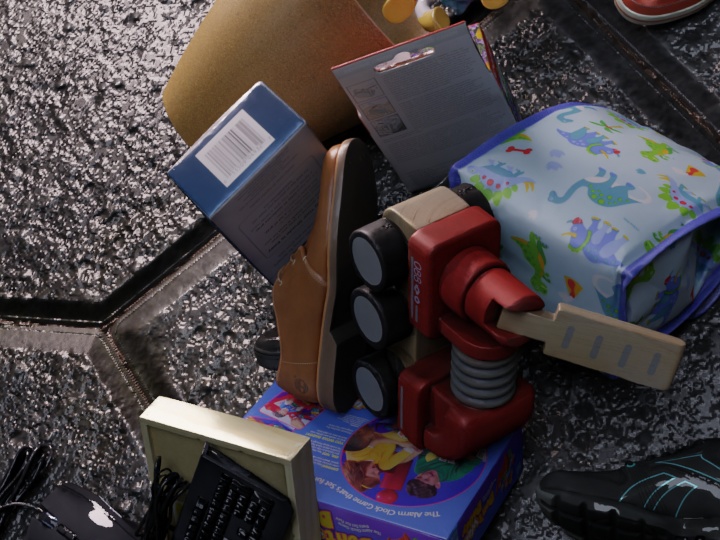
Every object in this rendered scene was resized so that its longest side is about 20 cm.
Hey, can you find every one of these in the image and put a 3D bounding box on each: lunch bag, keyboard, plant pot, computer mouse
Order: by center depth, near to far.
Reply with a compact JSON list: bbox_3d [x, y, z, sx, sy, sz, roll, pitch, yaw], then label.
[{"bbox_3d":[-0.119,0.205,0.975,0.104,0.201,0.040,31,41,11],"label":"keyboard"},{"bbox_3d":[0.185,-0.040,1.023,0.170,0.128,0.200,34,53,30],"label":"lunch bag"},{"bbox_3d":[-0.250,0.233,1.110,0.199,0.046,0.141,31,79,30],"label":"computer mouse"},{"bbox_3d":[-0.063,-0.175,1.165,0.200,0.186,0.187,-38,58,18],"label":"plant pot"}]

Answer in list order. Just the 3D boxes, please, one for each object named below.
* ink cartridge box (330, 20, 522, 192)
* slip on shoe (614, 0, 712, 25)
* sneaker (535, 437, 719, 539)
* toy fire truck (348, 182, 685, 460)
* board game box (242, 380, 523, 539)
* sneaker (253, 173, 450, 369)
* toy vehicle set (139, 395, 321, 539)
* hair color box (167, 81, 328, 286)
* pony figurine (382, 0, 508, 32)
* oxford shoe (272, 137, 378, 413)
[{"bbox_3d":[0.055,-0.138,1.070,0.108,0.200,0.051,-17,62,13],"label":"ink cartridge box"},{"bbox_3d":[0.290,-0.271,1.121,0.199,0.061,0.074,-32,61,7],"label":"slip on shoe"},{"bbox_3d":[0.221,0.158,0.954,0.198,0.076,0.080,8,58,16],"label":"sneaker"},{"bbox_3d":[0.100,0.055,0.937,0.128,0.177,0.200,-23,42,-27],"label":"toy fire truck"},{"bbox_3d":[0.002,0.144,1.013,0.199,0.045,0.135,12,36,26],"label":"board game box"},{"bbox_3d":[0.000,0.001,1.082,0.198,0.060,0.105,-17,106,5],"label":"sneaker"},{"bbox_3d":[-0.087,0.190,0.990,0.123,0.201,0.027,13,36,25],"label":"toy vehicle set"},{"bbox_3d":[-0.058,-0.049,1.074,0.100,0.200,0.061,-44,59,-3],"label":"hair color box"},{"bbox_3d":[0.096,-0.289,1.147,0.193,0.166,0.201,-36,26,22],"label":"pony figurine"},{"bbox_3d":[-0.032,0.000,1.023,0.071,0.071,0.202,11,97,26],"label":"oxford shoe"}]
